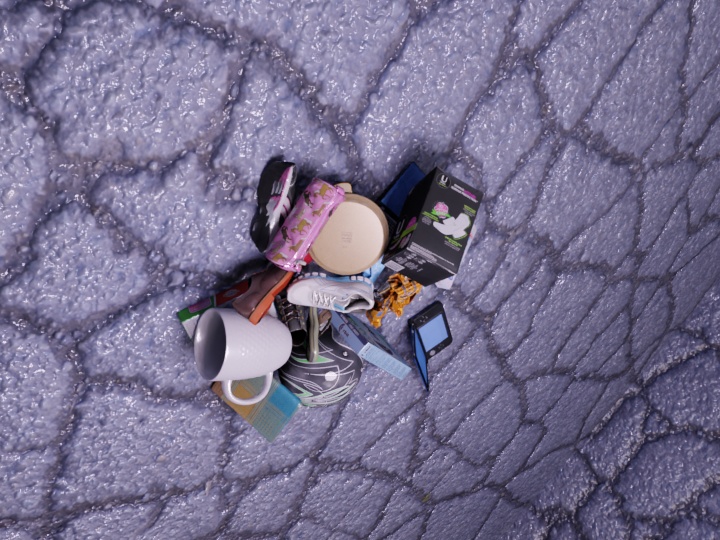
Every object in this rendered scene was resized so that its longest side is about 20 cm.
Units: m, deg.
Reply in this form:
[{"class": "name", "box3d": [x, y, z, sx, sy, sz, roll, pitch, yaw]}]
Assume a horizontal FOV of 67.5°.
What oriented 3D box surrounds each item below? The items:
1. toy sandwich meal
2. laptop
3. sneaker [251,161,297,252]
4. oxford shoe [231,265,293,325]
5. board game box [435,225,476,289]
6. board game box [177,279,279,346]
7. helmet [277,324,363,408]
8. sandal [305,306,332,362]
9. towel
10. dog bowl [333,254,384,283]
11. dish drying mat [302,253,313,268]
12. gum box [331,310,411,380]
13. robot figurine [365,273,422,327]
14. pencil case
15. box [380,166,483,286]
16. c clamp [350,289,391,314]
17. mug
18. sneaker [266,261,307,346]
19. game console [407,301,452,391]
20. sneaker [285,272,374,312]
[{"class": "toy sandwich meal", "box3d": [-0.035, -0.089, 1.183, 0.203, 0.070, 0.207, -2, 113, -4]}, {"class": "laptop", "box3d": [0.133, -0.113, 1.289, 0.115, 0.201, 0.187, -22, 146, 27]}, {"class": "sneaker", "box3d": [-0.164, -0.135, 1.121, 0.086, 0.080, 0.201, -10, 133, -45]}, {"class": "oxford shoe", "box3d": [-0.191, 0.017, 1.127, 0.200, 0.072, 0.071, -58, -178, -37]}, {"class": "board game box", "box3d": [0.215, -0.092, 1.355, 0.200, 0.041, 0.200, -61, 139, -25]}, {"class": "board game box", "box3d": [-0.289, 0.116, 1.221, 0.199, 0.040, 0.154, -26, 131, -17]}, {"class": "helmet", "box3d": [-0.100, 0.242, 1.325, 0.199, 0.191, 0.201, -17, 132, -20]}, {"class": "sandal", "box3d": [-0.096, 0.124, 1.266, 0.057, 0.202, 0.080, 5, 147, -8]}, {"class": "towel", "box3d": [-0.248, 0.298, 1.283, 0.147, 0.200, 0.022, -52, 176, 21]}, {"class": "dog bowl", "box3d": [0.000, 0.000, 1.279, 0.049, 0.112, 0.201, 26, 104, -29]}, {"class": "dish drying mat", "box3d": [-0.097, -0.072, 1.236, 0.200, 0.018, 0.077, -40, 135, -4]}, {"class": "gum box", "box3d": [0.022, 0.186, 1.388, 0.045, 0.170, 0.200, -48, 134, 4]}, {"class": "robot figurine", "box3d": [0.084, 0.062, 1.286, 0.144, 0.058, 0.200, -24, 161, -25]}, {"class": "pencil case", "box3d": [-0.109, -0.091, 1.082, 0.201, 0.086, 0.083, -59, 172, -5]}, {"class": "box", "box3d": [0.153, -0.090, 1.161, 0.124, 0.148, 0.201, 27, 71, -13]}, {"class": "c clamp", "box3d": [0.052, 0.071, 1.386, 0.199, 0.027, 0.171, 11, 138, -44]}, {"class": "mug", "box3d": [-0.242, 0.183, 1.149, 0.175, 0.147, 0.202, 7, 79, -41]}, {"class": "sneaker", "box3d": [-0.158, 0.073, 1.224, 0.074, 0.107, 0.201, -17, 130, -2]}, {"class": "game console", "box3d": [0.214, 0.223, 1.578, 0.170, 0.118, 0.201, -32, 133, -10]}, {"class": "sneaker", "box3d": [-0.062, 0.056, 1.172, 0.198, 0.087, 0.075, -2, 122, -10]}]
